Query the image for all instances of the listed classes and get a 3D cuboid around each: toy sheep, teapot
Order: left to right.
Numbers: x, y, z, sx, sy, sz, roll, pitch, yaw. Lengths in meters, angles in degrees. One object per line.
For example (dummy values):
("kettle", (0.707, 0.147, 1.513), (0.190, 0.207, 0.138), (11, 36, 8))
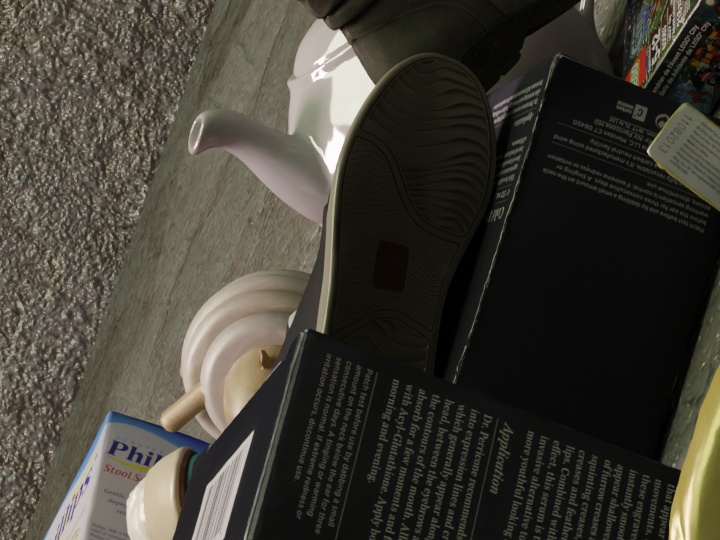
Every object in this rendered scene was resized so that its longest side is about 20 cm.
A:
("toy sheep", (-0.058, 0.062, 1.940), (0.200, 0.137, 0.138), (-85, 18, -68))
("teapot", (0.034, -0.109, 1.605), (0.197, 0.146, 0.200), (-32, 9, 26))

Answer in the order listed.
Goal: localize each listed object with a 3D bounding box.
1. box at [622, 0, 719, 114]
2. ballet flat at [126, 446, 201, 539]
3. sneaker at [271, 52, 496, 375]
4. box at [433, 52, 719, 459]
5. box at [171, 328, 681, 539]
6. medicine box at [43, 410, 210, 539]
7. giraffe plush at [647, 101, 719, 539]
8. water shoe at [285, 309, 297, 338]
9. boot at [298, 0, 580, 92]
("box", (0.177, -0.176, 1.461), (0.200, 0.038, 0.137), (-81, 16, -45))
("ballet flat", (-0.100, 0.149, 1.682), (0.200, 0.069, 0.070), (54, -129, -67))
("sneaker", (0.000, 0.000, 1.367), (0.106, 0.075, 0.201), (149, 138, -67))
("box", (0.083, 0.013, 1.412), (0.200, 0.104, 0.183), (157, 133, -75))
("box", (0.032, 0.128, 1.211), (0.148, 0.199, 0.107), (131, 158, -58))
("medicine box", (-0.196, 0.250, 2.331), (0.200, 0.103, 0.182), (-84, 18, -47))
("giraffe plush", (0.170, 0.030, 0.886), (0.172, 0.200, 0.162), (-36, -7, 11))
("water shoe", (-0.034, 0.109, 1.665), (0.072, 0.079, 0.201), (-95, -5, -52))
("boot", (0.052, -0.170, 1.472), (0.200, 0.131, 0.068), (-44, 6, -28))
